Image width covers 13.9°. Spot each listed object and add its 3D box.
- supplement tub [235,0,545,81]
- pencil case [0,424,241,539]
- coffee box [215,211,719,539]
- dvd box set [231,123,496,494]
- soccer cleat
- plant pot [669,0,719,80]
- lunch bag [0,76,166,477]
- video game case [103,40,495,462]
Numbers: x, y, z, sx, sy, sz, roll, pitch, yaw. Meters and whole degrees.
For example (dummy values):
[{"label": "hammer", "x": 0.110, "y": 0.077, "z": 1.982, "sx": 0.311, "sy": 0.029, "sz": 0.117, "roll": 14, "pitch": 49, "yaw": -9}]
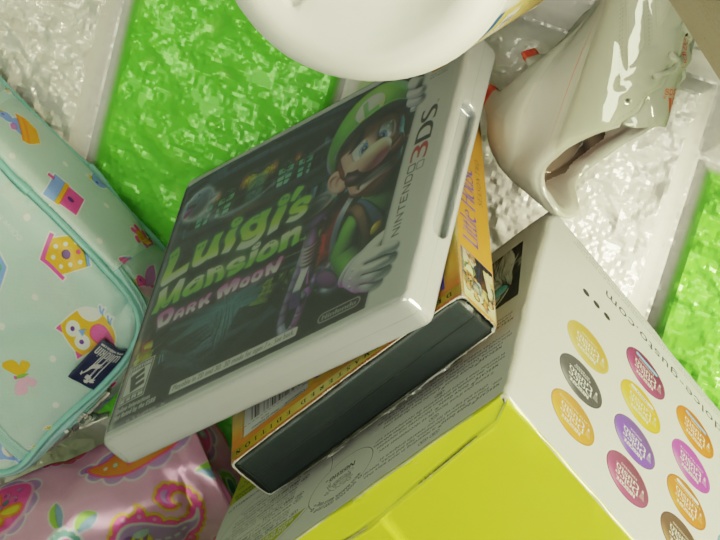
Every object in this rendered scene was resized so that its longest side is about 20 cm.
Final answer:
[{"label": "supplement tub", "x": 0.029, "y": -0.173, "z": 1.347, "sx": 0.144, "sy": 0.200, "sz": 0.145, "roll": 5, "pitch": 106, "yaw": 18}, {"label": "pencil case", "x": -0.155, "y": 0.142, "z": 1.533, "sx": 0.199, "sy": 0.087, "sz": 0.088, "roll": -26, "pitch": 96, "yaw": 3}, {"label": "coffee box", "x": 0.068, "y": 0.136, "z": 1.404, "sx": 0.200, "sy": 0.198, "sz": 0.200, "roll": -36, "pitch": 104, "yaw": 23}, {"label": "dvd box set", "x": 0.000, "y": 0.000, "z": 1.412, "sx": 0.146, "sy": 0.200, "sz": 0.029, "roll": -38, "pitch": 118, "yaw": 23}, {"label": "soccer cleat", "x": 0.136, "y": -0.111, "z": 1.398, "sx": 0.200, "sy": 0.069, "sz": 0.078, "roll": -51, "pitch": 58, "yaw": 28}, {"label": "plant pot", "x": 0.241, "y": -0.157, "z": 1.259, "sx": 0.199, "sy": 0.177, "sz": 0.200, "roll": -33, "pitch": 94, "yaw": -3}, {"label": "lunch bag", "x": -0.200, "y": 0.005, "z": 1.540, "sx": 0.200, "sy": 0.077, "sz": 0.160, "roll": 47, "pitch": 113, "yaw": 1}, {"label": "video game case", "x": -0.029, "y": -0.012, "z": 1.409, "sx": 0.200, "sy": 0.182, "sz": 0.023, "roll": -27, "pitch": 123, "yaw": 36}]
